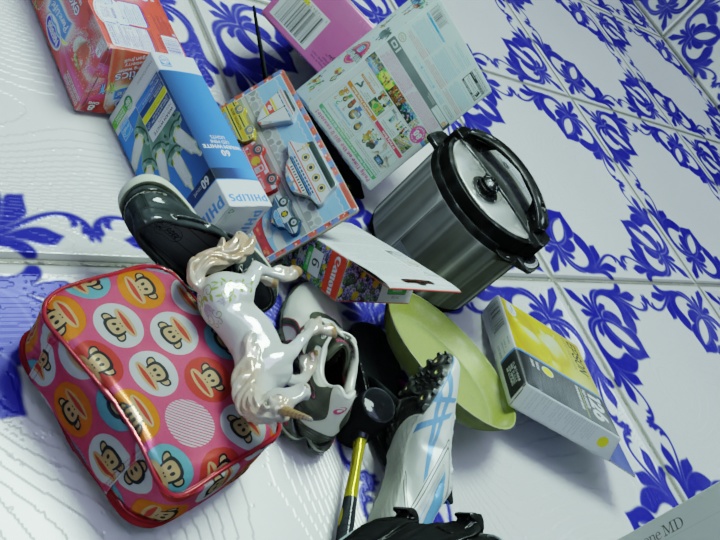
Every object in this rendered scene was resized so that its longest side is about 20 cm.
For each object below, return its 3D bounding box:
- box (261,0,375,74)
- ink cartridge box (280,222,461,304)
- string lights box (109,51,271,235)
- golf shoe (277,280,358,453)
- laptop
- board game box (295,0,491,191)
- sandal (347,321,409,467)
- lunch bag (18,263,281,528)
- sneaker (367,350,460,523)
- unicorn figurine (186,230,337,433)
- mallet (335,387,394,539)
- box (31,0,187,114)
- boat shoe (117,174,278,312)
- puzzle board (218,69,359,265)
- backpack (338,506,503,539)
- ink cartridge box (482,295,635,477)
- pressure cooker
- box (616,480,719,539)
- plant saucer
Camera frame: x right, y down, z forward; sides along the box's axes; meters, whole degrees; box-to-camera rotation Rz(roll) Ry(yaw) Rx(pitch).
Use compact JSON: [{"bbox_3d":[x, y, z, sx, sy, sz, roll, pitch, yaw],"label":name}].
[{"bbox_3d":[-0.021,-0.307,1.158,0.176,0.097,0.200,47,11,3],"label":"box"},{"bbox_3d":[0.000,0.000,0.893,0.108,0.051,0.199,4,21,-42],"label":"ink cartridge box"},{"bbox_3d":[-0.178,-0.113,0.864,0.059,0.103,0.201,-4,57,-49],"label":"string lights box"},{"bbox_3d":[-0.032,0.078,0.832,0.077,0.088,0.202,21,40,-26],"label":"golf shoe"},{"bbox_3d":[-0.066,-0.211,1.073,0.198,0.103,0.179,16,45,-33],"label":"laptop"},{"bbox_3d":[0.042,-0.220,1.034,0.148,0.199,0.064,51,2,-35],"label":"board game box"},{"bbox_3d":[0.037,0.135,0.874,0.075,0.048,0.202,5,51,-42],"label":"sandal"},{"bbox_3d":[-0.161,0.090,0.695,0.201,0.082,0.176,52,36,11],"label":"lunch bag"},{"bbox_3d":[0.061,0.176,0.797,0.072,0.072,0.202,26,68,-22],"label":"sneaker"},{"bbox_3d":[-0.080,0.058,0.707,0.200,0.074,0.137,41,33,20],"label":"unicorn figurine"},{"bbox_3d":[-0.012,0.206,0.773,0.041,0.066,0.202,25,54,-15],"label":"mallet"},{"bbox_3d":[-0.283,-0.275,0.927,0.099,0.096,0.201,-2,56,-46],"label":"box"},{"bbox_3d":[-0.141,-0.006,0.778,0.200,0.074,0.066,51,7,-41],"label":"boat shoe"},{"bbox_3d":[-0.108,-0.106,0.901,0.201,0.150,0.017,62,5,23],"label":"puzzle board"},{"bbox_3d":[0.004,0.272,0.595,0.198,0.176,0.153,-11,90,-42],"label":"backpack"},{"bbox_3d":[0.253,0.140,1.053,0.199,0.047,0.198,29,23,-16],"label":"ink cartridge box"},{"bbox_3d":[0.130,-0.064,1.032,0.175,0.200,0.180,29,38,-24],"label":"pressure cooker"},{"bbox_3d":[0.420,0.336,0.922,0.198,0.199,0.132,19,41,-30],"label":"box"},{"bbox_3d":[0.093,0.105,0.940,0.199,0.031,0.201,39,19,-16],"label":"plant saucer"}]
